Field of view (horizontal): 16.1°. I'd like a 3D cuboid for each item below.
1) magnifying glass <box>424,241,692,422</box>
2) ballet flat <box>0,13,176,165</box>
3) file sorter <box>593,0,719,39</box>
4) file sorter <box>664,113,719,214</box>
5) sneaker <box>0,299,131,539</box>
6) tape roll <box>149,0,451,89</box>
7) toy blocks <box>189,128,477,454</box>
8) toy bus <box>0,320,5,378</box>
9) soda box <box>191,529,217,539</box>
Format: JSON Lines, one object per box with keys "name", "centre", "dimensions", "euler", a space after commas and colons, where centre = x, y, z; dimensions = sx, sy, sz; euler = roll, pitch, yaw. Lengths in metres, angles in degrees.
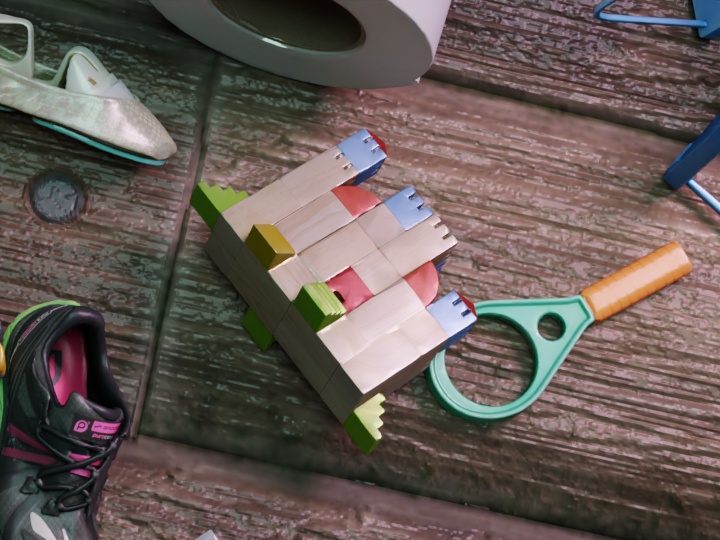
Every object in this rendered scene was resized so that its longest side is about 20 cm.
{"name": "magnifying glass", "centre": [0.134, 0.035, 1.709], "dimensions": [0.200, 0.022, 0.080], "euler": [-27, 81, -17]}
{"name": "ballet flat", "centre": [-0.210, -0.127, 1.666], "dimensions": [0.200, 0.067, 0.062], "euler": [19, 104, -4]}
{"name": "file sorter", "centre": [0.221, -0.279, 1.732], "dimensions": [0.123, 0.139, 0.200], "euler": [1, 73, -33]}
{"name": "file sorter", "centre": [0.328, -0.111, 1.716], "dimensions": [0.123, 0.139, 0.200], "euler": [42, 73, 2]}
{"name": "sneaker", "centre": [-0.188, 0.113, 1.592], "dimensions": [0.077, 0.084, 0.200], "euler": [5, 73, -37]}
{"name": "tape roll", "centre": [-0.030, -0.224, 1.660], "dimensions": [0.202, 0.203, 0.139], "euler": [18, 73, -5]}
{"name": "toy blocks", "centre": [0.000, 0.000, 1.666], "dimensions": [0.137, 0.100, 0.200], "euler": [-32, 76, -29]}
{"name": "toy bus", "centre": [-0.279, -0.018, 1.622], "dimensions": [0.065, 0.078, 0.200], "euler": [-13, 77, -14]}
{"name": "soda box", "centre": [-0.069, 0.264, 1.585], "dimensions": [0.063, 0.068, 0.200], "euler": [-30, 81, -16]}
